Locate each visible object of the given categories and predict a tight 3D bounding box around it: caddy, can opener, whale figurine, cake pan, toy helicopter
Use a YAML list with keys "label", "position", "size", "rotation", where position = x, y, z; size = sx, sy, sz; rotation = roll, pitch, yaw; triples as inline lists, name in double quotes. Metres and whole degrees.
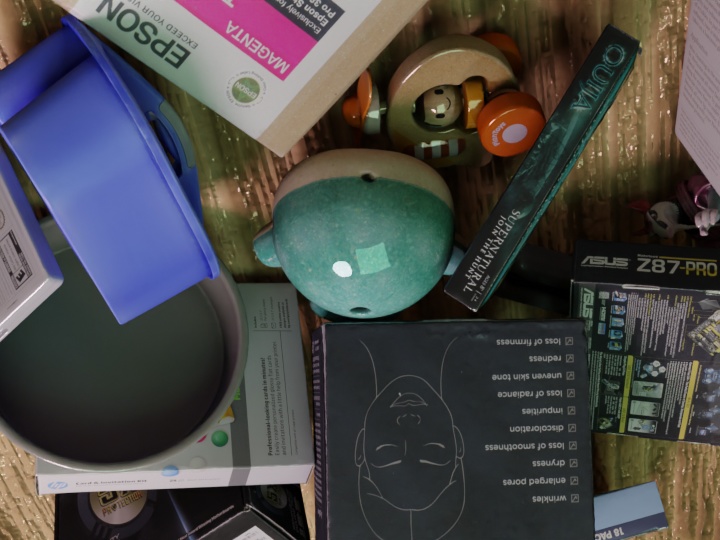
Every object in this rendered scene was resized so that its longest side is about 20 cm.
- label: "caddy"
  position: [-0.158, -0.067, 0.766]
  size: [0.104, 0.141, 0.201]
  rotation: [-32, 130, -11]
- label: "can opener"
  position: [0.201, 0.032, 0.978]
  size: [0.198, 0.067, 0.054]
  rotation: [15, 133, -23]
- label: "whale figurine"
  position: [0.000, 0.000, 0.844]
  size: [0.156, 0.105, 0.201]
  rotation: [3, 151, -3]
- label: "cake pan"
  position: [-0.179, 0.050, 0.836]
  size: [0.197, 0.203, 0.037]
  rotation: [1, 154, -14]
- label: "toy helicopter"
  position: [0.031, -0.088, 0.847]
  size: [0.131, 0.080, 0.201]
  rotation: [9, 137, -27]

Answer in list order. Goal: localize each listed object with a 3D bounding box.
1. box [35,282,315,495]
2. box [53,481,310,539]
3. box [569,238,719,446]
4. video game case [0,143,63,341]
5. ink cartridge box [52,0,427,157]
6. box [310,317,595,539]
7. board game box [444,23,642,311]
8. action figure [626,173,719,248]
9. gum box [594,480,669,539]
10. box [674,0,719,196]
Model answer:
- label: "box"
  position: [-0.140, 0.084, 0.882]
  size: [0.197, 0.158, 0.041]
  rotation: [0, 148, -12]
- label: "box"
  position: [-0.150, 0.198, 0.963]
  size: [0.199, 0.165, 0.086]
  rotation: [-33, 128, 14]
- label: "box"
  position: [0.242, 0.062, 0.929]
  size: [0.159, 0.050, 0.201]
  rotation: [5, 140, 13]
- label: "video game case"
  position: [-0.297, 0.010, 0.804]
  size: [0.199, 0.144, 0.018]
  rotation: [-40, 156, 18]
- label: "ink cartridge box"
  position: [-0.074, -0.192, 0.737]
  size: [0.199, 0.076, 0.165]
  rotation: [32, 114, -32]
- label: "box"
  position: [0.064, 0.139, 0.876]
  size: [0.197, 0.124, 0.200]
  rotation: [0, 83, -6]
- label: "board game box"
  position: [0.128, -0.068, 0.818]
  size: [0.028, 0.135, 0.202]
  rotation: [32, 99, 8]
- label: "action figure"
  position: [0.310, -0.054, 0.926]
  size: [0.197, 0.151, 0.135]
  rotation: [4, 148, 15]
- label: "gum box"
  position: [0.174, 0.238, 1.079]
  size: [0.167, 0.045, 0.200]
  rotation: [-14, 168, -2]
- label: "box"
  position: [0.320, -0.165, 0.832]
  size: [0.150, 0.107, 0.202]
  rotation: [-9, 129, -6]
